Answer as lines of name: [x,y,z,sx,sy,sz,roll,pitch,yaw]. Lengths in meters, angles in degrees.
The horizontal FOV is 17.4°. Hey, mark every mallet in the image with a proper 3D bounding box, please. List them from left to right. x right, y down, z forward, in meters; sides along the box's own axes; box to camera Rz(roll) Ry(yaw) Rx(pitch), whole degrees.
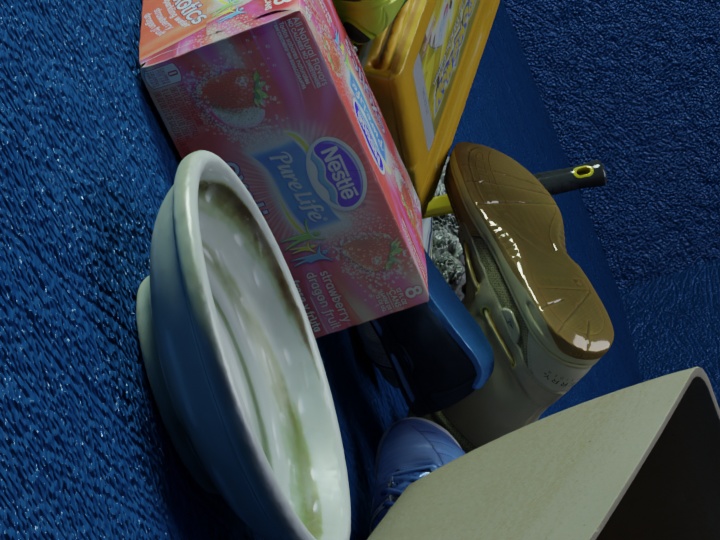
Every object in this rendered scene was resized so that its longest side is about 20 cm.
mallet: [0.066,-0.055,1.588,0.041,0.200,0.066,99,-31,-58]

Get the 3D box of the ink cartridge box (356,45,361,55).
ink cartridge box: [-0.009,-0.222,1.466,0.200,0.067,0.116,70,23,-12]

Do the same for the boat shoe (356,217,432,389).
boat shoe: [0.016,-0.010,1.617,0.062,0.072,0.200,85,4,-55]

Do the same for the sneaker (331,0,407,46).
sneaker: [-0.034,-0.182,1.371,0.200,0.084,0.074,25,-39,43]

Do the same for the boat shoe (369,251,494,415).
boat shoe: [0.000,0.000,1.445,0.200,0.069,0.084,57,18,17]

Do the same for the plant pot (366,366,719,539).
plant pot: [0.095,0.191,1.201,0.200,0.177,0.200,-49,122,-51]

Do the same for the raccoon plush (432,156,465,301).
raccoon plush: [0.016,-0.043,1.699,0.200,0.097,0.134,42,25,1]

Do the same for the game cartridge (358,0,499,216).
game cartridge: [0.047,-0.147,1.456,0.200,0.032,0.176,70,36,-65]

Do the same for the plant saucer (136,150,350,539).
plant saucer: [-0.060,0.046,1.084,0.200,0.050,0.200,-19,90,-80]

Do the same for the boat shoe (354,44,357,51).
boat shoe: [-0.018,-0.125,1.601,0.200,0.065,0.073,-85,157,-65]

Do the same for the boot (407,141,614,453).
boot: [0.078,0.029,1.517,0.073,0.155,0.200,5,42,-33]

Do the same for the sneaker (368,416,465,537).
sneaker: [0.042,0.156,1.373,0.200,0.076,0.077,-100,172,-46]

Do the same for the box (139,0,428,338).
box: [-0.040,-0.071,1.285,0.103,0.095,0.200,-93,162,-56]
